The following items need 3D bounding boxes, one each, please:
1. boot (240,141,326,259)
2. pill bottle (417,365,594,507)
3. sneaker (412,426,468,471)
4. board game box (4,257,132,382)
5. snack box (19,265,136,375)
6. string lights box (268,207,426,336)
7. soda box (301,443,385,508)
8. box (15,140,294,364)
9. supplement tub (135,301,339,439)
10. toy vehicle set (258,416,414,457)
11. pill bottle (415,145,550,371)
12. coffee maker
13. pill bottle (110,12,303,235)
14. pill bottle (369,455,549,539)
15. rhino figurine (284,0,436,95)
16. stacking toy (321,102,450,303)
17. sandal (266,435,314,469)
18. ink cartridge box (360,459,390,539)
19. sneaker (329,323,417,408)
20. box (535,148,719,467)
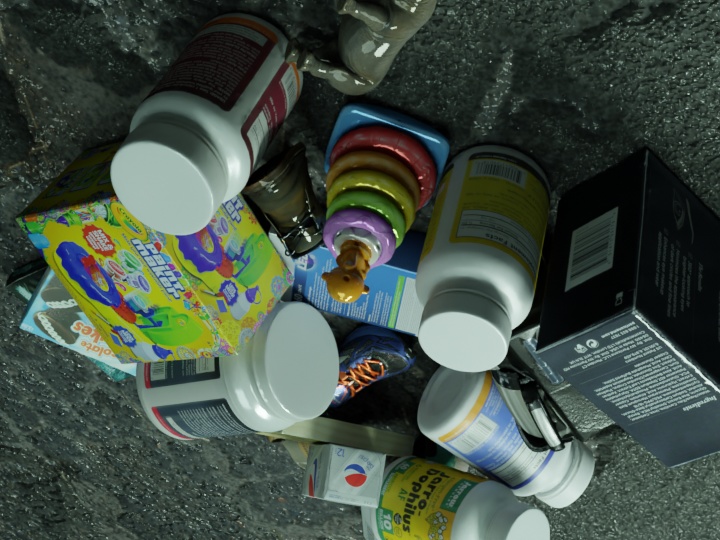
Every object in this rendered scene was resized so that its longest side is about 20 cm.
[{"bbox_3d":[-0.059,-0.062,1.130,0.074,0.200,0.098,-34,95,3],"label":"boot"},{"bbox_3d":[0.171,0.188,1.379,0.199,0.113,0.112,35,137,-20],"label":"pill bottle"},{"bbox_3d":[0.091,0.249,1.514,0.079,0.072,0.202,17,132,4],"label":"sneaker"},{"bbox_3d":[-0.323,0.055,1.476,0.134,0.028,0.200,-19,128,35],"label":"board game box"},{"bbox_3d":[-0.285,0.056,1.411,0.198,0.037,0.117,25,120,-21],"label":"snack box"},{"bbox_3d":[0.000,0.000,1.273,0.197,0.059,0.103,15,139,3],"label":"string lights box"},{"bbox_3d":[-0.023,0.244,1.434,0.067,0.064,0.200,11,170,-9],"label":"soda box"},{"bbox_3d":[-0.209,-0.023,1.231,0.191,0.122,0.201,-8,124,41],"label":"box"},{"bbox_3d":[-0.136,0.109,1.315,0.198,0.142,0.141,-11,133,37],"label":"supplement tub"},{"bbox_3d":[-0.048,0.194,1.443,0.198,0.027,0.123,17,167,-37],"label":"toy vehicle set"},{"bbox_3d":[0.111,-0.011,1.111,0.110,0.202,0.112,10,140,9],"label":"pill bottle"},{"bbox_3d":[0.203,0.063,1.224,0.191,0.135,0.201,-39,130,-2],"label":"coffee maker"},{"bbox_3d":[-0.134,-0.130,1.060,0.112,0.201,0.115,12,133,13],"label":"pill bottle"},{"bbox_3d":[0.113,0.287,1.367,0.198,0.113,0.113,10,145,46],"label":"pill bottle"},{"bbox_3d":[0.016,-0.221,1.019,0.086,0.061,0.200,14,143,-27],"label":"rhino figurine"},{"bbox_3d":[0.006,-0.045,1.111,0.114,0.202,0.110,19,140,-3],"label":"stacking toy"},{"bbox_3d":[-0.094,0.204,1.537,0.080,0.055,0.201,-2,136,22],"label":"sandal"},{"bbox_3d":[0.064,0.355,1.569,0.174,0.043,0.201,46,157,30],"label":"ink cartridge box"},{"bbox_3d":[-0.016,0.123,1.401,0.198,0.079,0.075,-22,127,37],"label":"sneaker"},{"bbox_3d":[0.275,0.037,1.106,0.199,0.198,0.117,39,135,-23],"label":"box"}]
